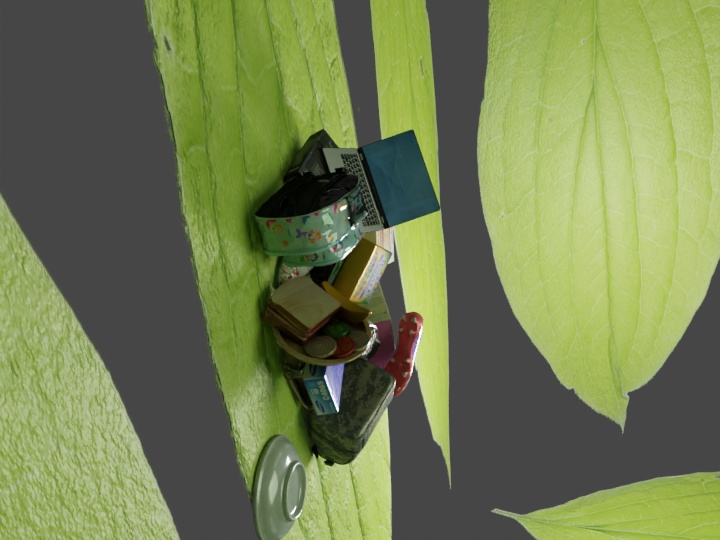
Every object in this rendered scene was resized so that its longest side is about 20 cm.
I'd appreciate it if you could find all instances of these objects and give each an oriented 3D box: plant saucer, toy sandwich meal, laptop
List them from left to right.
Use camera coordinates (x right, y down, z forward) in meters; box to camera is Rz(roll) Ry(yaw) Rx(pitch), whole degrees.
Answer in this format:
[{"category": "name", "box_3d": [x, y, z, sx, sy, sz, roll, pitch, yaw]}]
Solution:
[{"category": "plant saucer", "box_3d": [-0.142, 0.414, 1.285, 0.200, 0.050, 0.202, 0, 90, -74]}, {"category": "toy sandwich meal", "box_3d": [-0.072, 0.088, 1.248, 0.206, 0.204, 0.071, -68, 172, -53]}, {"category": "laptop", "box_3d": [0.044, -0.188, 1.421, 0.199, 0.115, 0.189, -12, 82, -54]}]

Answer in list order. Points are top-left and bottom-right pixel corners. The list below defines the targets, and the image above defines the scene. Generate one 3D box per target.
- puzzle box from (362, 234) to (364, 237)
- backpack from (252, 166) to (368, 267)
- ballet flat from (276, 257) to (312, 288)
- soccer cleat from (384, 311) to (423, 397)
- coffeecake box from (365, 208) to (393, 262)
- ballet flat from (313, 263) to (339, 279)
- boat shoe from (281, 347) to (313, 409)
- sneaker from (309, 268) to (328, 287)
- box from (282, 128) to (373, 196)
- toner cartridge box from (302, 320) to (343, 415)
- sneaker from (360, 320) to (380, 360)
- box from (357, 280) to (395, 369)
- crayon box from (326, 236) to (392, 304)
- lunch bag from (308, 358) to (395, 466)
[{"category": "puzzle box", "box_3d": [-0.026, -0.054, 1.609, 0.133, 0.025, 0.202, 150, -53, -66]}, {"category": "backpack", "box_3d": [-0.093, -0.089, 1.239, 0.200, 0.176, 0.152, -46, 130, -59]}, {"category": "ballet flat", "box_3d": [-0.113, -0.038, 1.367, 0.201, 0.063, 0.076, -73, 156, -44]}, {"category": "soccer cleat", "box_3d": [0.105, 0.194, 1.569, 0.076, 0.066, 0.202, 17, 86, -60]}, {"category": "coffeecake box", "box_3d": [0.034, -0.090, 1.871, 0.200, 0.072, 0.155, -24, 112, -73]}, {"category": "ballet flat", "box_3d": [-0.044, -0.062, 1.458, 0.067, 0.056, 0.201, 49, 46, -38]}, {"category": "boat shoe", "box_3d": [-0.111, 0.205, 1.352, 0.201, 0.073, 0.063, 71, 22, -50]}, {"category": "sneaker", "box_3d": [-0.072, 0.040, 1.477, 0.201, 0.074, 0.091, -81, 164, -46]}, {"category": "box", "box_3d": [-0.057, -0.171, 1.422, 0.200, 0.048, 0.159, 49, 40, -25]}, {"category": "toner cartridge box", "box_3d": [-0.064, 0.166, 1.294, 0.201, 0.043, 0.095, -83, 160, -54]}, {"category": "sneaker", "box_3d": [-0.012, 0.137, 1.439, 0.073, 0.084, 0.200, -50, 164, -12]}, {"category": "box", "box_3d": [0.022, 0.141, 1.666, 0.200, 0.096, 0.177, -105, -176, -57]}, {"category": "crayon box", "box_3d": [0.000, 0.000, 1.409, 0.126, 0.051, 0.200, -64, 165, 2]}, {"category": "lunch bag", "box_3d": [-0.023, 0.317, 1.502, 0.200, 0.139, 0.168, -56, 162, -36]}]
